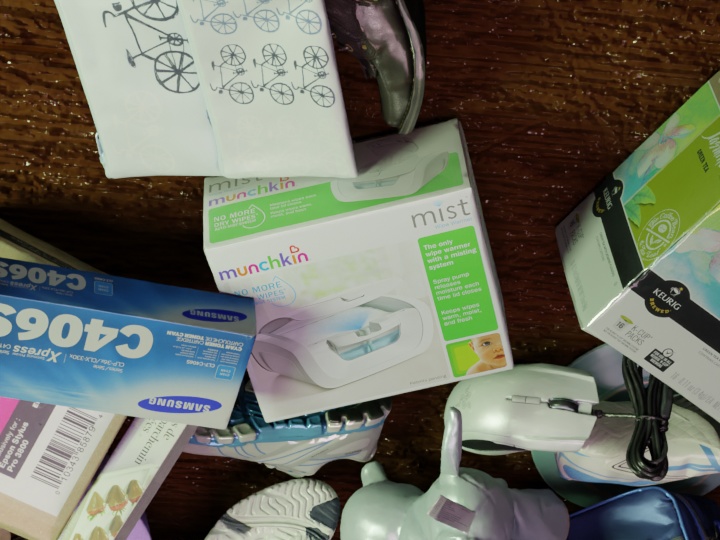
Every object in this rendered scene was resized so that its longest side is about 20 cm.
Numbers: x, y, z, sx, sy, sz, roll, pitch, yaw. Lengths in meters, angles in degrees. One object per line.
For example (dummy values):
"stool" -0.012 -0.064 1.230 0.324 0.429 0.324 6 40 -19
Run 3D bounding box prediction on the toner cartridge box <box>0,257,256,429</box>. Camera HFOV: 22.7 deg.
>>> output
"toner cartridge box" -0.181 0.052 1.273 0.198 0.043 0.095 9 128 -14

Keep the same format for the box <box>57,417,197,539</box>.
"box" -0.173 0.155 1.369 0.039 0.041 0.201 31 84 9

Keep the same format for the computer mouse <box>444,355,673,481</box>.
"computer mouse" 0.148 0.109 1.403 0.198 0.111 0.044 -4 158 29

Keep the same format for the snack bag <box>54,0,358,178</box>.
"snack bag" -0.109 -0.135 1.234 0.198 0.022 0.190 1 134 13

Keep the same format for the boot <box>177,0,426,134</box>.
"boot" -0.044 -0.181 1.232 0.172 0.069 0.201 -4 122 5

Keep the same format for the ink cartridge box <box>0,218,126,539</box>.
"ink cartridge box" -0.258 0.083 1.345 0.164 0.075 0.201 27 98 -21

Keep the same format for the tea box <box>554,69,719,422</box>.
"tea box" 0.288 -0.009 1.334 0.199 0.134 0.197 32 117 -24

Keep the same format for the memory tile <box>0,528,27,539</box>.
"memory tile" -0.303 0.238 1.530 0.199 0.017 0.153 33 117 -24

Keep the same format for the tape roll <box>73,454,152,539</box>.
"tape roll" -0.271 0.236 1.475 0.198 0.066 0.202 -6 116 -11

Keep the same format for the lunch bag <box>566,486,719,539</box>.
"lunch bag" 0.223 0.263 1.482 0.199 0.137 0.132 -28 156 27

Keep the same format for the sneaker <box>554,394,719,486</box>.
"sneaker" 0.253 0.141 1.455 0.198 0.072 0.073 1 148 -8

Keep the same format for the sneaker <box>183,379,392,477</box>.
"sneaker" -0.075 0.135 1.446 0.198 0.075 0.087 0 132 -5

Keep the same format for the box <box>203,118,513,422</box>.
"box" 0.000 0.000 1.340 0.198 0.097 0.177 -12 128 5

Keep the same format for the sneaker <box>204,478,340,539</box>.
"sneaker" -0.092 0.248 1.516 0.079 0.130 0.199 42 92 8

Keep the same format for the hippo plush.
"hippo plush" 0.055 0.229 1.420 0.160 0.160 0.200 -11 145 37

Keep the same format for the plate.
"plate" 0.241 0.137 1.502 0.198 0.026 0.202 -3 125 -4
